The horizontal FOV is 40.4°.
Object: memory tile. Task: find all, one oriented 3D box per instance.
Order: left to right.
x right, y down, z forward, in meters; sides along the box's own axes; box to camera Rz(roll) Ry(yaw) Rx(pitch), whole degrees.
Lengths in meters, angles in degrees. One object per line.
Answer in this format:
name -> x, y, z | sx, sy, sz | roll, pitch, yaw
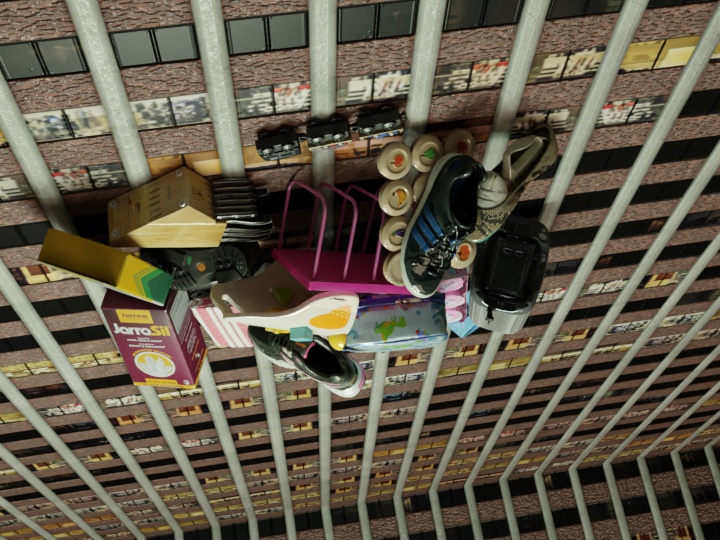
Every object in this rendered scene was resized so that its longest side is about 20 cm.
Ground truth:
memory tile -> 0.093, -0.086, 1.332 | 0.152, 0.202, 0.017 | -13, -158, -24

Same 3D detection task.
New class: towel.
towel -> -0.162, 0.080, 1.585 | 0.198, 0.030, 0.147 | -2, 148, 10

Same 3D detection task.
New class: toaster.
toaster -> 0.235, 0.017, 1.584 | 0.113, 0.201, 0.129 | 13, 157, 8

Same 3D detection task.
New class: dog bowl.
dog bowl -> 0.222, 0.058, 1.772 | 0.111, 0.050, 0.200 | -30, 166, -32

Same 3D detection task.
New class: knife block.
knife block -> -0.228, -0.070, 1.370 | 0.199, 0.064, 0.175 | -21, 152, 22

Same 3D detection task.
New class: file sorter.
file sorter -> -0.001, -0.051, 1.382 | 0.199, 0.139, 0.126 | 3, 108, -29

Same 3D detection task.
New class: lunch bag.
lunch bag -> 0.043, 0.081, 1.484 | 0.159, 0.083, 0.200 | -6, 172, -6

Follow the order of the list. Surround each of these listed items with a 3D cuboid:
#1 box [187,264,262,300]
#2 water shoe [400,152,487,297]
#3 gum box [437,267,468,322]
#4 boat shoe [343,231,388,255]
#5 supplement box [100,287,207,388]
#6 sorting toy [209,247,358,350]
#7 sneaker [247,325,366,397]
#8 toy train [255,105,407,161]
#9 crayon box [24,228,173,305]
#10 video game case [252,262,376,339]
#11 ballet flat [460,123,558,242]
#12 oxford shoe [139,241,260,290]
box -> -0.215, 0.042, 1.633 | 0.160, 0.045, 0.199 | -30, 149, 36
water shoe -> 0.108, -0.055, 1.294 | 0.071, 0.202, 0.079 | 8, -168, -29
gum box -> 0.132, 0.005, 1.607 | 0.066, 0.114, 0.200 | -10, 155, 0
boat shoe -> 0.000, 0.000, 1.592 | 0.061, 0.075, 0.200 | 7, 149, -35
supplement box -> -0.324, 0.094, 1.559 | 0.109, 0.086, 0.201 | 2, 137, 10
sorting toy -> -0.120, 0.047, 1.412 | 0.179, 0.200, 0.108 | 0, 109, -19
sneaker -> -0.084, 0.115, 1.473 | 0.199, 0.081, 0.086 | 23, 168, 18
toy train -> -0.037, -0.174, 1.263 | 0.198, 0.034, 0.046 | -12, 158, 4
crayon box -> -0.356, -0.005, 1.361 | 0.125, 0.052, 0.200 | 17, 174, 13
video game case -> -0.103, 0.060, 1.597 | 0.199, 0.022, 0.182 | 16, 145, -25
ballet flat -> 0.198, -0.129, 1.328 | 0.200, 0.068, 0.075 | -46, 147, -19
oxford shoe -> -0.238, -0.017, 1.466 | 0.198, 0.073, 0.084 | 0, -157, 22
